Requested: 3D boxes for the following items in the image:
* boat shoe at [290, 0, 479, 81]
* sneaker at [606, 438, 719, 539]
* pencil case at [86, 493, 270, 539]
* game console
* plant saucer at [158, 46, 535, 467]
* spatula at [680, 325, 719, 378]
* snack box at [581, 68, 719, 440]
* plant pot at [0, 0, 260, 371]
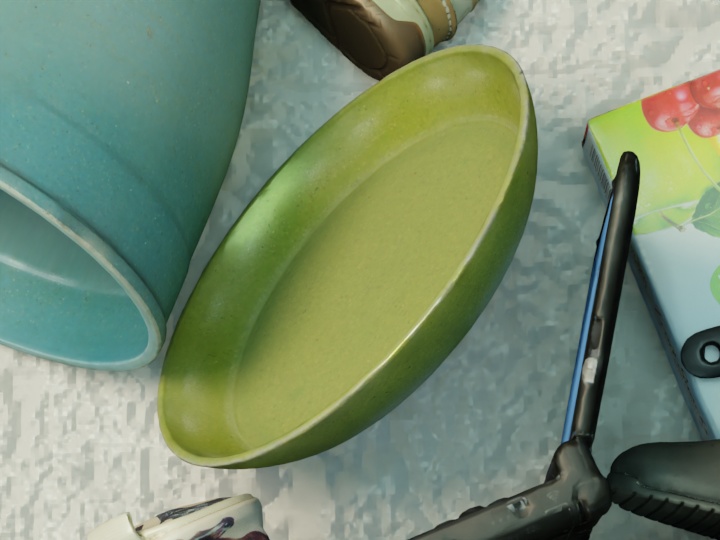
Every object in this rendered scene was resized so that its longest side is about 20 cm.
[{"bbox_3d":[-0.028,-0.173,1.046,0.076,0.072,0.200,-42,88,-19],"label":"boat shoe"},{"bbox_3d":[0.191,0.063,0.938,0.200,0.074,0.089,2,80,-7],"label":"sneaker"},{"bbox_3d":[-0.050,0.181,0.912,0.078,0.089,0.200,-16,90,15],"label":"pencil case"},{"bbox_3d":[0.041,0.057,0.929,0.176,0.200,0.116,-22,79,-1],"label":"game console"},{"bbox_3d":[0.000,0.000,0.954,0.031,0.200,0.200,41,83,-24],"label":"plant saucer"},{"bbox_3d":[0.224,0.013,0.966,0.200,0.021,0.057,-12,85,0],"label":"spatula"},{"bbox_3d":[0.193,0.008,1.005,0.142,0.053,0.200,-21,81,0],"label":"snack box"},{"bbox_3d":[-0.128,-0.090,0.975,0.200,0.200,0.188,24,69,6],"label":"plant pot"}]
